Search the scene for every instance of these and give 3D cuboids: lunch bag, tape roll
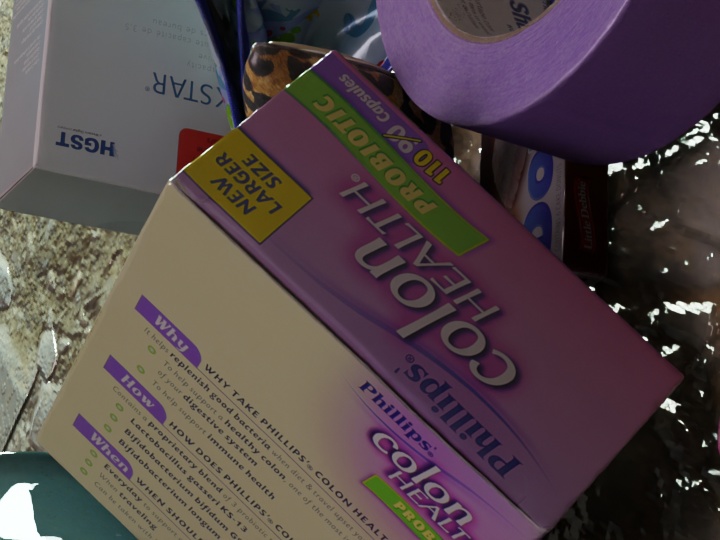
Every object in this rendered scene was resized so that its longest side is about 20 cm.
[{"bbox_3d":[-0.023,-0.156,1.062,0.170,0.127,0.201,-102,27,-66],"label":"lunch bag"},{"bbox_3d":[0.086,-0.144,0.853,0.200,0.065,0.201,-31,52,50],"label":"tape roll"}]

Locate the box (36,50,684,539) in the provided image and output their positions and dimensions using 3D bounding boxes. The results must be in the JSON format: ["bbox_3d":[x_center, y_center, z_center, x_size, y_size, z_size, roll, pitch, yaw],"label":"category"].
[{"bbox_3d":[-0.008,0.052,0.851,0.097,0.176,0.200,-42,-9,-36],"label":"box"}]

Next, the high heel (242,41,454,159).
[{"bbox_3d":[0.000,0.000,0.913,0.071,0.200,0.143,-4,68,25],"label":"high heel"}]

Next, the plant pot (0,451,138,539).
[{"bbox_3d":[-0.136,0.185,0.927,0.201,0.199,0.188,-65,31,31],"label":"plant pot"}]

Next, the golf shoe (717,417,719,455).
[{"bbox_3d":[0.154,0.026,0.651,0.091,0.075,0.201,-28,56,58],"label":"golf shoe"}]

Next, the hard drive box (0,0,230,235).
[{"bbox_3d":[-0.107,-0.123,1.222,0.077,0.155,0.201,-29,55,60],"label":"hard drive box"}]

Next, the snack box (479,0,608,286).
[{"bbox_3d":[0.077,-0.084,0.937,0.072,0.024,0.201,-31,52,59],"label":"snack box"}]
